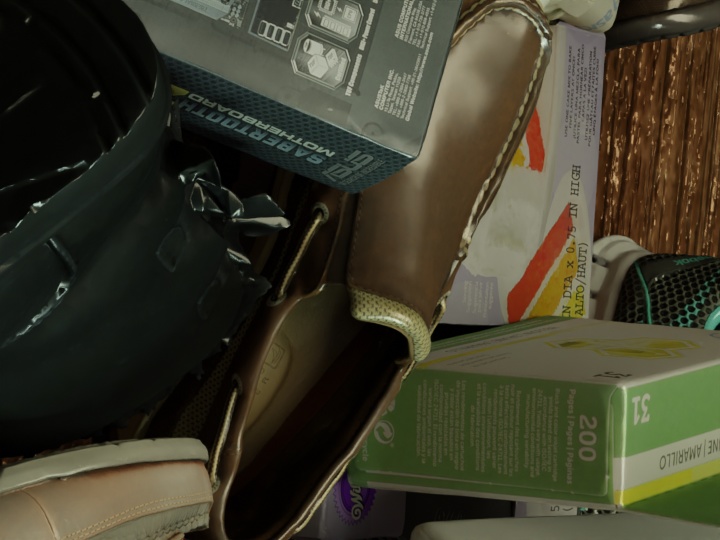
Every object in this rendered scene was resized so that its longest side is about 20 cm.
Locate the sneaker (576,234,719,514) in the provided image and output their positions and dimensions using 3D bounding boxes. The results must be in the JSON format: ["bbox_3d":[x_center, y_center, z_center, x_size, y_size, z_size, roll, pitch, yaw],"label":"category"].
[{"bbox_3d":[0.118,0.073,1.100,0.078,0.091,0.200,47,49,-51],"label":"sneaker"}]

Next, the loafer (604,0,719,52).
[{"bbox_3d":[0.135,-0.151,1.151,0.200,0.073,0.071,-49,122,-51],"label":"loafer"}]

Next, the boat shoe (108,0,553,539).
[{"bbox_3d":[0.005,0.002,0.856,0.075,0.075,0.202,26,99,-35],"label":"boat shoe"}]

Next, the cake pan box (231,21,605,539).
[{"bbox_3d":[0.021,0.002,0.991,0.184,0.052,0.200,7,87,-56],"label":"cake pan box"}]

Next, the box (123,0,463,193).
[{"bbox_3d":[-0.036,-0.143,0.809,0.158,0.051,0.200,21,70,-20],"label":"box"}]

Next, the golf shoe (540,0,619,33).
[{"bbox_3d":[0.069,-0.118,0.969,0.097,0.078,0.200,57,27,-24],"label":"golf shoe"}]

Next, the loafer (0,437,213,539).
[{"bbox_3d":[-0.107,0.088,0.759,0.200,0.072,0.063,-5,76,-57],"label":"loafer"}]

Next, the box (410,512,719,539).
[{"bbox_3d":[0.109,0.191,0.899,0.199,0.131,0.200,0,118,-23],"label":"box"}]

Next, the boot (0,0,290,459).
[{"bbox_3d":[-0.114,0.014,0.734,0.198,0.073,0.162,-36,162,-8],"label":"boot"}]

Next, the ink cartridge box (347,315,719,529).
[{"bbox_3d":[0.115,0.051,0.911,0.145,0.200,0.048,-9,101,-58],"label":"ink cartridge box"}]
